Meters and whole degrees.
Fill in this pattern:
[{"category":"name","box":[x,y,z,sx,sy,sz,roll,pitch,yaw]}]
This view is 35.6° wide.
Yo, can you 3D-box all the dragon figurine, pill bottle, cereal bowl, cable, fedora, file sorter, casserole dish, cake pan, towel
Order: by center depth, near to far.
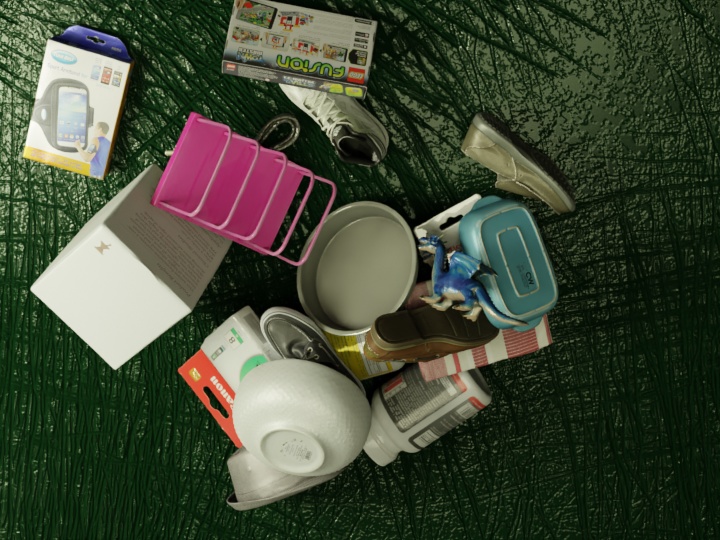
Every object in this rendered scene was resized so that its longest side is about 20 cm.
[{"category":"dragon figurine","box":[0.146,0.011,1.520,0.059,0.200,0.100,32,78,-48]},{"category":"file sorter","box":[-0.152,-0.106,1.534,0.200,0.125,0.139,25,89,-37]},{"category":"cereal bowl","box":[-0.087,0.220,1.561,0.200,0.083,0.200,7,131,8]},{"category":"casserole dish","box":[0.215,-0.011,1.582,0.121,0.039,0.200,-20,93,-20]},{"category":"cable","box":[-0.176,-0.157,1.611,0.200,0.050,0.097,-17,106,7]},{"category":"cake pan","box":[0.000,0.000,1.615,0.200,0.200,0.037,-43,147,13]},{"category":"towel","box":[0.169,0.067,1.622,0.200,0.023,0.144,-15,100,-7]},{"category":"pill bottle","box":[-0.001,0.107,1.675,0.200,0.112,0.113,-16,109,4]},{"category":"pill bottle","box":[0.089,0.205,1.708,0.200,0.116,0.116,-35,106,11]},{"category":"fedora","box":[-0.124,0.289,1.713,0.200,0.177,0.090,-22,93,20]}]

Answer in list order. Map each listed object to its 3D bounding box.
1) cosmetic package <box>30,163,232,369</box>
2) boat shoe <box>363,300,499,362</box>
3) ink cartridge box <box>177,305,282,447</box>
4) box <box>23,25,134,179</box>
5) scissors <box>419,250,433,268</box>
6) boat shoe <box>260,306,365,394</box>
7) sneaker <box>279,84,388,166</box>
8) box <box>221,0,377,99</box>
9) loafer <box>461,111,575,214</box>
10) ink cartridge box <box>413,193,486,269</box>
[{"category":"cosmetic package","box":[-0.314,-0.009,1.566,0.166,0.200,0.167,-36,106,27]},{"category":"boat shoe","box":[0.096,0.090,1.572,0.200,0.072,0.068,0,144,-23]},{"category":"ink cartridge box","box":[-0.185,0.169,1.667,0.200,0.050,0.161,-40,86,34]},{"category":"box","box":[-0.397,-0.240,1.587,0.119,0.041,0.200,16,110,-6]},{"category":"scissors","box":[0.162,0.036,1.633,0.073,0.014,0.200,-29,107,9]},{"category":"boat shoe","box":[-0.067,0.136,1.589,0.070,0.066,0.200,-36,104,10]},{"category":"sneaker","box":[-0.037,-0.222,1.557,0.200,0.115,0.076,40,104,-13]},{"category":"box","box":[-0.083,-0.307,1.538,0.200,0.035,0.110,10,69,-4]},{"category":"loafer","box":[0.227,-0.145,1.618,0.200,0.075,0.070,39,116,-8]},{"category":"ink cartridge box","box":[0.168,-0.014,1.658,0.115,0.068,0.200,-28,108,7]}]
